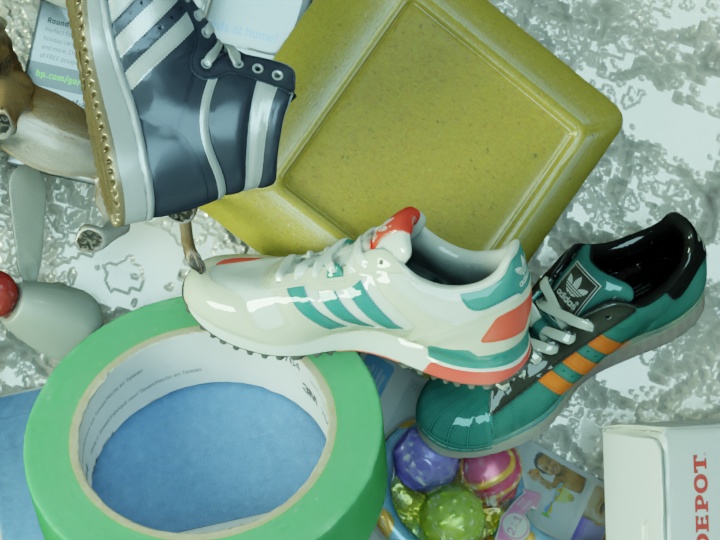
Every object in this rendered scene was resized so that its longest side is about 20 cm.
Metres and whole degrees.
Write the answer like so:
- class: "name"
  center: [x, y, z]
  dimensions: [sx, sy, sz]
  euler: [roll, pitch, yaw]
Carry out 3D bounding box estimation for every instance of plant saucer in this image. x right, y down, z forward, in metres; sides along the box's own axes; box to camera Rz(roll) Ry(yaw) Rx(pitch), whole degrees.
- class: "plant saucer"
  center: [0.035, -0.067, 1.343]
  dimensions: [0.200, 0.048, 0.201]
  euler: [37, 85, -16]

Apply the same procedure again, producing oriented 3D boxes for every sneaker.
- class: "sneaker"
  center: [-0.096, -0.130, 1.231]
  dimensions: [0.108, 0.070, 0.202]
  euler: [-9, 88, -12]
- class: "sneaker"
  center: [0.113, 0.030, 1.336]
  dimensions: [0.199, 0.080, 0.071]
  euler: [-32, 56, -17]
- class: "sneaker"
  center: [0.000, 0.000, 1.280]
  dimensions: [0.198, 0.070, 0.094]
  euler: [10, 128, 9]

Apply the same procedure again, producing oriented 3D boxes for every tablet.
- class: "tablet"
  center: [-0.114, 0.105, 1.336]
  dimensions: [0.199, 0.014, 0.131]
  euler: [-12, 49, -3]

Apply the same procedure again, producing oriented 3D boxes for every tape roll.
- class: "tape roll"
  center: [-0.085, 0.102, 1.292]
  dimensions: [0.199, 0.048, 0.201]
  euler: [-3, 49, 3]

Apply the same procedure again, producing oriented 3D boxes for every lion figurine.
- class: "lion figurine"
  center: [-0.167, -0.076, 1.301]
  dimensions: [0.199, 0.123, 0.073]
  euler: [34, 112, -17]

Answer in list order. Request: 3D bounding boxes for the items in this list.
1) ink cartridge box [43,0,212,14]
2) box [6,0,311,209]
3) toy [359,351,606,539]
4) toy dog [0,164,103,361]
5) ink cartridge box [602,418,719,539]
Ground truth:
- class: "ink cartridge box"
  center: [-0.163, -0.224, 1.300]
  dimensions: [0.199, 0.086, 0.147]
  euler: [19, 88, -4]
- class: "box"
  center: [-0.110, -0.142, 1.364]
  dimensions: [0.155, 0.041, 0.201]
  euler: [12, 89, -3]
- class: "toy"
  center: [0.069, 0.132, 1.350]
  dimensions: [0.199, 0.047, 0.116]
  euler: [32, 62, -5]
- class: "toy dog"
  center: [-0.241, -0.020, 1.325]
  dimensions: [0.131, 0.097, 0.200]
  euler: [-28, 126, 7]
- class: "ink cartridge box"
  center: [0.242, 0.155, 1.334]
  dimensions: [0.199, 0.084, 0.147]
  euler: [-1, 89, -20]
